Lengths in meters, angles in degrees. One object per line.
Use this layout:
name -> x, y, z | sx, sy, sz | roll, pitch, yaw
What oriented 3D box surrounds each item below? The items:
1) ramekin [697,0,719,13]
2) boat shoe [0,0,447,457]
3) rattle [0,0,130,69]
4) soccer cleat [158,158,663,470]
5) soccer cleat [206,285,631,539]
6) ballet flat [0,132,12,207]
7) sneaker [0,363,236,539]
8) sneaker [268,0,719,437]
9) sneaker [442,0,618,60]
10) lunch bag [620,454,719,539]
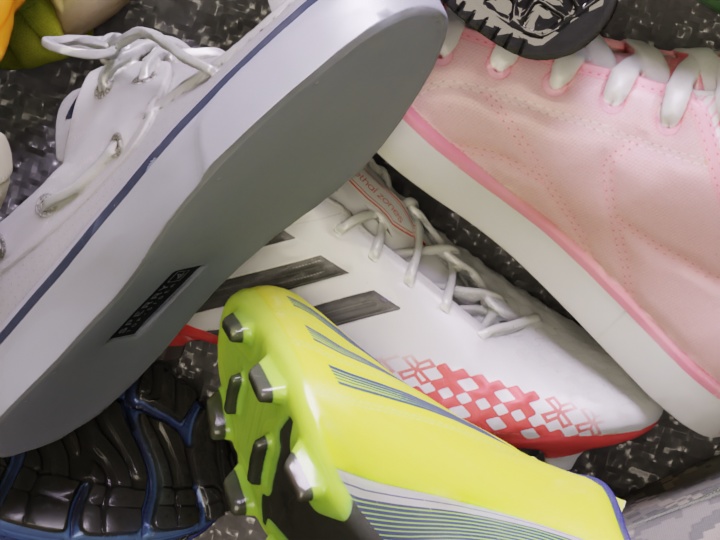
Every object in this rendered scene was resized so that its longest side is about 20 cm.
ramekin -> 0.149, -0.159, 0.800 | 0.199, 0.098, 0.201 | 1, 99, 8
boat shoe -> -0.062, -0.038, 0.810 | 0.202, 0.074, 0.086 | -45, 68, 33
rattle -> -0.115, -0.156, 0.824 | 0.130, 0.143, 0.201 | 29, 108, 22
soccer cleat -> 0.000, 0.000, 0.861 | 0.199, 0.069, 0.085 | 18, 113, 10
soccer cleat -> 0.025, 0.068, 0.778 | 0.083, 0.200, 0.065 | -16, 129, -27
ballet flat -> -0.154, -0.003, 0.828 | 0.069, 0.200, 0.070 | 3, 83, -25
sneaker -> -0.139, 0.062, 0.895 | 0.199, 0.079, 0.076 | 3, 63, -5
sneaker -> 0.073, -0.051, 0.833 | 0.200, 0.075, 0.105 | 42, 114, -7
sneaker -> 0.011, -0.150, 0.819 | 0.060, 0.104, 0.200 | -38, 91, 13
lunch bag -> 0.087, 0.144, 0.818 | 0.199, 0.168, 0.140 | -25, 94, 11
